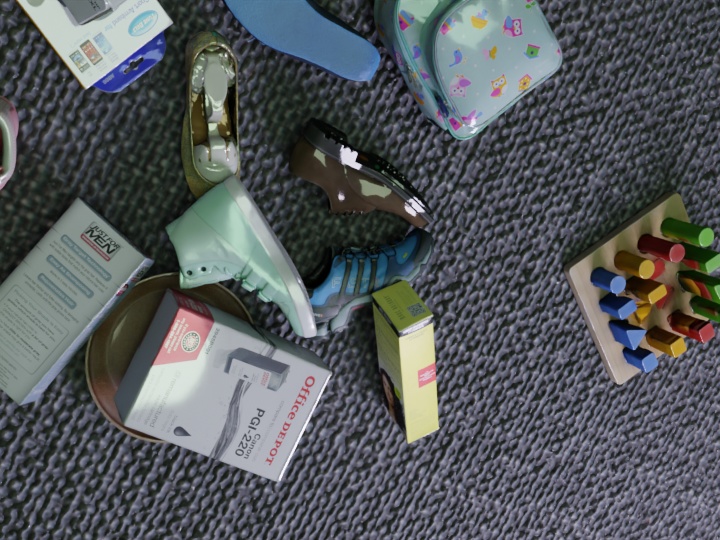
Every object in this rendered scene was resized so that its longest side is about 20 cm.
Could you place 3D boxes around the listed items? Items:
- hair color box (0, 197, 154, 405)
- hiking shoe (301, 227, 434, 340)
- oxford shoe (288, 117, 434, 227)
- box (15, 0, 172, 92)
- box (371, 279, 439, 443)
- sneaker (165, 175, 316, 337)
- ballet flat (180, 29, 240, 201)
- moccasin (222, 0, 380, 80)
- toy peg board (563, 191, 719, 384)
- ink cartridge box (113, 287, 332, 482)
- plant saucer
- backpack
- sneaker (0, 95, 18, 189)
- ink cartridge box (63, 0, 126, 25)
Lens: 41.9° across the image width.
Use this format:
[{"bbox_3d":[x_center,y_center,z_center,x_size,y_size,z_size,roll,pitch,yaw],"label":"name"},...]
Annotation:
[{"bbox_3d":[-0.324,0.033,1.001,0.099,0.061,0.200,40,86,0],"label":"hair color box"},{"bbox_3d":[0.000,0.000,1.128,0.199,0.074,0.087,-35,113,-10],"label":"hiking shoe"},{"bbox_3d":[0.000,-0.098,1.118,0.199,0.073,0.085,29,107,-22],"label":"oxford shoe"},{"bbox_3d":[-0.287,-0.286,0.971,0.119,0.041,0.201,-40,110,-9],"label":"box"},{"bbox_3d":[0.056,0.114,1.136,0.050,0.075,0.202,-21,132,-17],"label":"box"},{"bbox_3d":[-0.136,0.009,1.054,0.117,0.074,0.202,-31,101,0],"label":"sneaker"},{"bbox_3d":[-0.162,-0.160,1.034,0.070,0.071,0.203,-5,104,-20],"label":"ballet flat"},{"bbox_3d":[-0.074,-0.267,1.045,0.199,0.068,0.081,33,97,-23],"label":"moccasin"},{"bbox_3d":[0.412,0.034,1.283,0.198,0.098,0.201,-33,111,-11],"label":"toy peg board"},{"bbox_3d":[-0.153,0.131,1.055,0.198,0.085,0.147,26,92,-26],"label":"ink cartridge box"},{"bbox_3d":[-0.218,0.098,1.087,0.198,0.037,0.203,-5,104,-21],"label":"plant saucer"},{"bbox_3d":[0.118,-0.269,1.060,0.175,0.153,0.201,-36,108,0],"label":"backpack"},{"bbox_3d":[-0.402,-0.081,0.939,0.075,0.105,0.202,25,93,-26],"label":"sneaker"},{"bbox_3d":[-0.230,-0.358,0.919,0.200,0.083,0.146,-47,117,-29],"label":"ink cartridge box"}]
